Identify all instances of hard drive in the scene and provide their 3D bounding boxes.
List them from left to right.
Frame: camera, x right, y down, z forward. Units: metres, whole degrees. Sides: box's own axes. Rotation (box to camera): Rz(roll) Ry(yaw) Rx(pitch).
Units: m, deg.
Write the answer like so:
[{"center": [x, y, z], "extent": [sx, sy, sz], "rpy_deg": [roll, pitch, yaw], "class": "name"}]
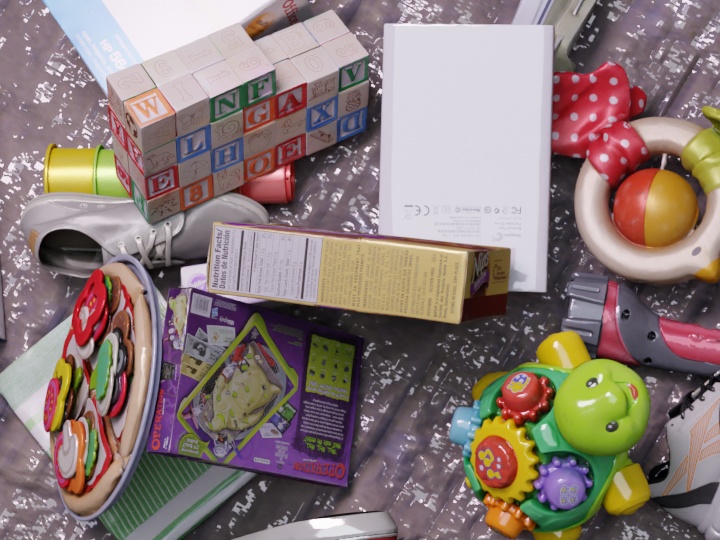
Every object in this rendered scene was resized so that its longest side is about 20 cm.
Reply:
[{"center": [0.081, -0.086, 1.430], "extent": [0.131, 0.025, 0.202], "rpy_deg": [2, 91, 9], "class": "hard drive"}]

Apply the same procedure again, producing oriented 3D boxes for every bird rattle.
[{"center": [0.224, -0.073, 1.428], "extent": [0.198, 0.113, 0.165], "rpy_deg": [11, 78, 9], "class": "bird rattle"}]

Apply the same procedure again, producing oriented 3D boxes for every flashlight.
[{"center": [0.254, 0.048, 1.426], "extent": [0.198, 0.068, 0.069], "rpy_deg": [8, 77, 9], "class": "flashlight"}]

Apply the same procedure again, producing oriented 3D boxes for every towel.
[{"center": [-0.178, 0.115, 1.484], "extent": [0.152, 0.023, 0.200], "rpy_deg": [-40, 78, -2], "class": "towel"}]

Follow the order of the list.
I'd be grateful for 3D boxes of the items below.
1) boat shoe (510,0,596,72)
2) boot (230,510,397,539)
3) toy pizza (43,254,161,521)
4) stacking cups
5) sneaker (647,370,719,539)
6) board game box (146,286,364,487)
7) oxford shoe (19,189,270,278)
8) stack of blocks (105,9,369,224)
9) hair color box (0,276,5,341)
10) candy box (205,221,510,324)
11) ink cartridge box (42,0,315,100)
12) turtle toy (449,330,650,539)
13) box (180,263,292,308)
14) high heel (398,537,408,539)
[{"center": [0.141, -0.166, 1.479], "extent": [0.062, 0.072, 0.201], "rpy_deg": [21, 81, 4], "class": "boat shoe"}, {"center": [-0.052, 0.267, 1.415], "extent": [0.198, 0.072, 0.146], "rpy_deg": [-19, 78, 13], "class": "boot"}, {"center": [-0.201, 0.086, 1.395], "extent": [0.031, 0.200, 0.202], "rpy_deg": [12, 78, -27], "class": "toy pizza"}, {"center": [-0.153, -0.078, 1.503], "extent": [0.198, 0.061, 0.061], "rpy_deg": [-3, 79, 3], "class": "stacking cups"}, {"center": [0.270, 0.105, 1.378], "extent": [0.080, 0.074, 0.201], "rpy_deg": [25, 111, 15], "class": "sneaker"}, {"center": [-0.074, 0.091, 1.396], "extent": [0.032, 0.199, 0.121], "rpy_deg": [-6, 73, 38], "class": "board game box"}, {"center": [-0.170, -0.025, 1.473], "extent": [0.198, 0.076, 0.058], "rpy_deg": [-1, 44, -4], "class": "oxford shoe"}, {"center": [-0.092, -0.128, 1.437], "extent": [0.199, 0.116, 0.059], "rpy_deg": [-25, 58, -20], "class": "stack of blocks"}, {"center": [-0.334, -0.045, 1.493], "extent": [0.060, 0.100, 0.202], "rpy_deg": [-7, 78, 6], "class": "hair color box"}, {"center": [0.000, 0.000, 1.375], "extent": [0.198, 0.117, 0.057], "rpy_deg": [8, 94, 21], "class": "candy box"}, {"center": [-0.131, -0.214, 1.489], "extent": [0.199, 0.129, 0.126], "rpy_deg": [-35, 77, -1], "class": "ink cartridge box"}, {"center": [0.142, 0.123, 1.372], "extent": [0.200, 0.101, 0.147], "rpy_deg": [-37, 72, 42], "class": "turtle toy"}, {"center": [-0.042, 0.004, 1.481], "extent": [0.198, 0.041, 0.039], "rpy_deg": [-9, 79, 6], "class": "box"}, {"center": [0.018, 0.315, 1.397], "extent": [0.141, 0.071, 0.202], "rpy_deg": [-21, 83, 0], "class": "high heel"}]
